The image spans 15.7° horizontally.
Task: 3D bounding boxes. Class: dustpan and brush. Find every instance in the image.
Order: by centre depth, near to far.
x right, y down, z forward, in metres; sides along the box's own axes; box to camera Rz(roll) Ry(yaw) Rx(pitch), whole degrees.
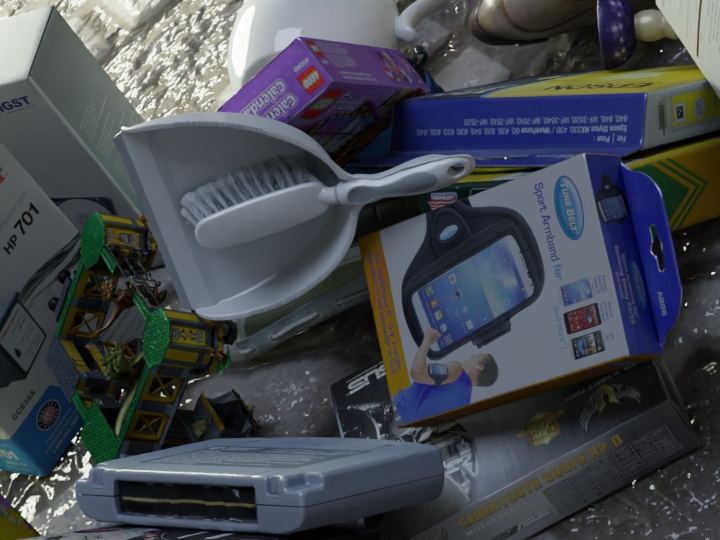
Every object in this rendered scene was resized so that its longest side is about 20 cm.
[{"bbox_3d":[-0.031,-0.044,1.538,0.200,0.140,0.057,-18,29,5],"label":"dustpan and brush"}]

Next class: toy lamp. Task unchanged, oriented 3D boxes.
[{"bbox_3d":[0.253,-0.162,1.670,0.200,0.058,0.058,-5,45,11],"label":"toy lamp"}]

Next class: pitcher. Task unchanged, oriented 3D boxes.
[{"bbox_3d":[-0.001,-0.181,1.878,0.171,0.121,0.200,-9,33,21],"label":"pitcher"}]

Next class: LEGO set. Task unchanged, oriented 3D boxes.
[{"bbox_3d":[-0.116,0.056,1.698,0.200,0.116,0.154,39,116,57],"label":"LEGO set"}]

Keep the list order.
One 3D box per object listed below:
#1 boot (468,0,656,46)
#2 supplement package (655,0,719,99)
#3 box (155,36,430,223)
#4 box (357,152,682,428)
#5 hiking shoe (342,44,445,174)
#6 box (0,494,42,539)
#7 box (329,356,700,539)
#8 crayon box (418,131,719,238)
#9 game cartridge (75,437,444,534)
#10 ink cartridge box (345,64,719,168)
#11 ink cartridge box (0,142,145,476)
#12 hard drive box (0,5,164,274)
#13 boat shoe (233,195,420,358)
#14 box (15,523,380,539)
[{"bbox_3d":[0.174,-0.201,1.783,0.200,0.070,0.146,-13,-4,-30],"label":"boot"},{"bbox_3d":[0.274,-0.145,1.543,0.121,0.120,0.200,-22,58,-11],"label":"supplement package"},{"bbox_3d":[-0.044,-0.087,1.653,0.137,0.200,0.039,-41,80,16],"label":"box"},{"bbox_3d":[0.092,0.011,1.500,0.200,0.041,0.119,-21,76,41],"label":"box"},{"bbox_3d":[-0.022,-0.069,1.792,0.200,0.087,0.074,-40,38,-4],"label":"hiking shoe"},{"bbox_3d":[-0.308,0.255,1.654,0.192,0.122,0.200,-20,41,23],"label":"box"},{"bbox_3d":[0.088,0.087,1.577,0.200,0.048,0.158,-29,38,11],"label":"box"},{"bbox_3d":[0.144,-0.048,1.612,0.127,0.051,0.200,-1,11,38],"label":"crayon box"},{"bbox_3d":[-0.054,0.123,1.522,0.133,0.041,0.200,-14,8,-43],"label":"game cartridge"},{"bbox_3d":[0.125,-0.098,1.649,0.197,0.047,0.200,1,9,39],"label":"ink cartridge box"},{"bbox_3d":[-0.257,0.022,1.788,0.086,0.200,0.147,9,57,43],"label":"ink cartridge box"},{"bbox_3d":[-0.237,-0.081,1.880,0.156,0.200,0.077,-13,43,28],"label":"hard drive box"},{"bbox_3d":[-0.001,0.001,1.734,0.202,0.065,0.074,-20,22,13],"label":"boat shoe"},{"bbox_3d":[-0.098,0.212,1.495,0.200,0.115,0.132,-3,88,35],"label":"box"}]
